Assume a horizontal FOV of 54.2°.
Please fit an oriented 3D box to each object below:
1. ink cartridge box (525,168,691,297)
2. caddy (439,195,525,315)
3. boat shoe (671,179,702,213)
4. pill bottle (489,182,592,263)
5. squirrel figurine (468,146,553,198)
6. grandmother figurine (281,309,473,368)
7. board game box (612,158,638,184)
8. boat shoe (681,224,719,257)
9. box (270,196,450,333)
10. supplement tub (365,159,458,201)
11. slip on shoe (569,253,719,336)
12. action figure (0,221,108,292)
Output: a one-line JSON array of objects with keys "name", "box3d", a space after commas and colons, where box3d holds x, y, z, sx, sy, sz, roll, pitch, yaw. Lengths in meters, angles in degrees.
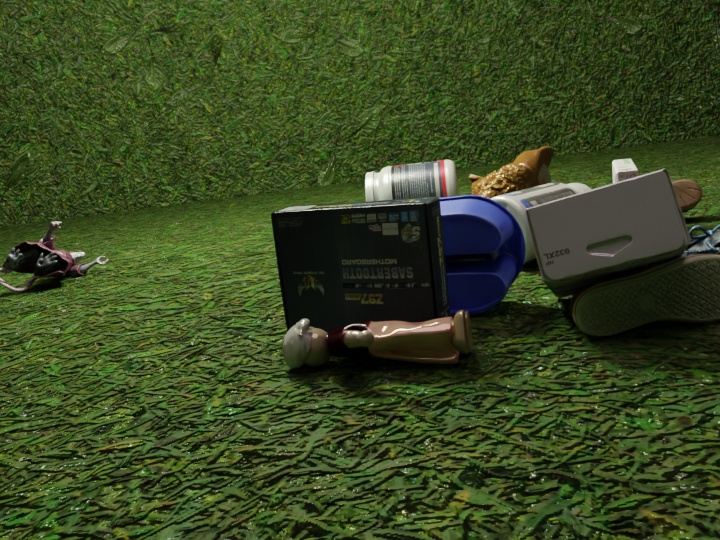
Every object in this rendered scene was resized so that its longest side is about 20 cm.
[{"name": "ink cartridge box", "box3d": [0.273, -0.033, 0.788, 0.145, 0.084, 0.200, -16, -11, 17]}, {"name": "caddy", "box3d": [0.107, -0.019, 0.896, 0.200, 0.142, 0.105, -3, 18, 17]}, {"name": "boat shoe", "box3d": [0.523, -0.114, 1.305, 0.200, 0.072, 0.072, -15, -21, 16]}, {"name": "pill bottle", "box3d": [0.290, -0.079, 1.126, 0.200, 0.114, 0.114, -16, 15, -36]}, {"name": "squirrel figurine", "box3d": [0.318, -0.189, 1.578, 0.186, 0.142, 0.200, -5, 8, 41]}, {"name": "grandmother figurine", "box3d": [0.012, 0.074, 0.731, 0.200, 0.061, 0.121, -7, -16, 15]}, {"name": "board game box", "box3d": [0.439, -0.112, 1.164, 0.035, 0.126, 0.200, -3, 13, 19]}, {"name": "boat shoe", "box3d": [0.469, -0.027, 0.887, 0.084, 0.069, 0.200, -18, 16, -42]}, {"name": "box", "box3d": [0.000, 0.000, 0.822, 0.200, 0.158, 0.051, 0, 14, 25]}, {"name": "supplement tub", "box3d": [0.118, -0.169, 1.576, 0.200, 0.141, 0.140, -5, 12, 9]}, {"name": "slip on shoe", "box3d": [0.317, 0.024, 0.749, 0.200, 0.074, 0.061, -12, 9, -2]}, {"name": "action figure", "box3d": [-0.628, -0.010, 1.454, 0.149, 0.134, 0.200, -50, 0, 0]}]
